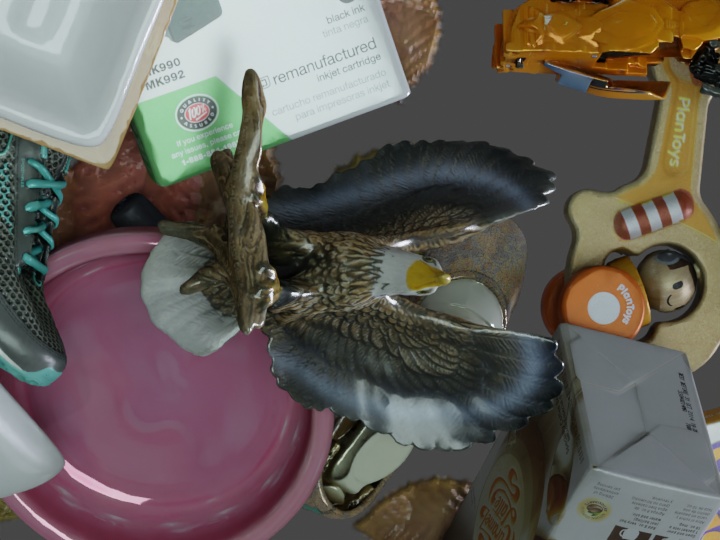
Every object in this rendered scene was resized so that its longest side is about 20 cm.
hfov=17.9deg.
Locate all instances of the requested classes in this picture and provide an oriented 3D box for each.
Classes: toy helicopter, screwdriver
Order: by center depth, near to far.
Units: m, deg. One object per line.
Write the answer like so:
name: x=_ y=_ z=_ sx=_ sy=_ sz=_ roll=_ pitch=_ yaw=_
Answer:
toy helicopter: x=0.180 y=-0.039 z=1.278 sx=0.132 sy=0.079 sz=0.201 roll=9 pitch=88 yaw=-4
screwdriver: x=-0.068 y=0.033 z=1.283 sx=0.200 sy=0.028 sz=0.029 roll=47 pitch=64 yaw=-21

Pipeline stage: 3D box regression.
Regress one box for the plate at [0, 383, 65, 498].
plate: x=-0.283 y=0.084 z=1.180 sx=0.199 sy=0.032 sz=0.200 roll=-18 pitch=136 yaw=14

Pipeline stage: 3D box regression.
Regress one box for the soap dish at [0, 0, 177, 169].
soap dish: x=-0.185 y=-0.159 z=1.104 sx=0.199 sy=0.081 sz=0.158 roll=21 pitch=98 yaw=-10

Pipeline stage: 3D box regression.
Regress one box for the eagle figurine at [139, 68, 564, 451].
eagle figurine: x=0.005 y=0.003 z=1.165 sx=0.200 sy=0.151 sz=0.152 roll=11 pitch=117 yaw=-46

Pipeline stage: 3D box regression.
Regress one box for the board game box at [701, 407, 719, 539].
board game box: x=0.224 y=0.126 z=1.344 sx=0.199 sy=0.030 sz=0.096 roll=-14 pitch=104 yaw=-3

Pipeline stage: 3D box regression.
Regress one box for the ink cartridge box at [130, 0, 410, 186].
ink cartridge box: x=-0.077 y=-0.165 z=1.202 sx=0.146 sy=0.084 sz=0.201 roll=-21 pitch=104 yaw=-4

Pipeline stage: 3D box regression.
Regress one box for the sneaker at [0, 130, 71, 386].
sneaker: x=-0.184 y=-0.040 z=1.176 sx=0.091 sy=0.078 sz=0.201 roll=-26 pitch=76 yaw=9

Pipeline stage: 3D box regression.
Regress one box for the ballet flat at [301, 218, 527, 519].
ballet flat: x=0.034 y=0.059 z=1.274 sx=0.068 sy=0.067 sz=0.200 roll=34 pitch=93 yaw=-20

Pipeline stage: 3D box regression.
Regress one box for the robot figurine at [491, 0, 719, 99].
robot figurine: x=0.170 y=-0.154 z=1.243 sx=0.199 sy=0.058 sz=0.146 roll=3 pitch=74 yaw=-9

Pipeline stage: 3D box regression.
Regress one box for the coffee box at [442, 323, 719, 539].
coffee box: x=0.112 y=0.144 z=1.244 sx=0.079 sy=0.115 sz=0.200 roll=13 pitch=127 yaw=-15

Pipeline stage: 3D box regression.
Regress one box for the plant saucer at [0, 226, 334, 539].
plant saucer: x=-0.113 y=0.066 z=1.248 sx=0.200 sy=0.051 sz=0.201 roll=1 pitch=111 yaw=2
